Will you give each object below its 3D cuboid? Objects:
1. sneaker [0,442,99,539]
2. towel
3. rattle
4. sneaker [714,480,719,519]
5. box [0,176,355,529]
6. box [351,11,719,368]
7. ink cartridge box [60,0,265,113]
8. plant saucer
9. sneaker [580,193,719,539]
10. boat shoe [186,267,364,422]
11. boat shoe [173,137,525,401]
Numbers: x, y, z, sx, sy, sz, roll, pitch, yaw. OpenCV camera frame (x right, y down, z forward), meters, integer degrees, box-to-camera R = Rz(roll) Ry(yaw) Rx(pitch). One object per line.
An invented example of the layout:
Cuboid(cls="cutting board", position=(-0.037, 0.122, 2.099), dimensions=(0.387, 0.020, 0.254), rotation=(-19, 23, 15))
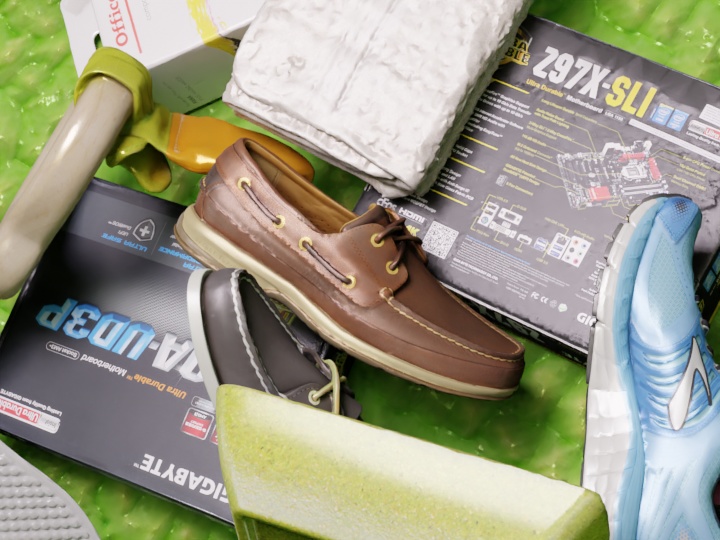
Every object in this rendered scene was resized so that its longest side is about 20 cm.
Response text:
Cuboid(cls="sneaker", position=(-0.212, 0.141, 1.081), dimensions=(0.073, 0.114, 0.201), rotation=(-37, 89, -25))
Cuboid(cls="towel", position=(0.023, -0.147, 1.048), dimensions=(0.132, 0.034, 0.200), rotation=(29, 83, 15))
Cuboid(cls="rattle", position=(-0.146, -0.013, 1.075), dimensions=(0.200, 0.143, 0.130), rotation=(-61, 28, -2))
Cuboid(cls="sneaker", position=(0.247, 0.085, 0.913), dimensions=(0.200, 0.080, 0.086), rotation=(6, 73, 23))
Cuboid(cls="box", position=(-0.106, 0.046, 1.086), dimensions=(0.200, 0.046, 0.159), rotation=(19, 78, 26))
Cuboid(cls="box", position=(0.110, -0.042, 1.030), dimensions=(0.200, 0.049, 0.160), rotation=(25, 80, 27))
Cuboid(cls="ink cartridge box", position=(-0.096, -0.169, 1.146), dimensions=(0.200, 0.067, 0.117), rotation=(-23, 66, 13))
Cuboid(cls="plant saucer", position=(0.020, 0.161, 0.912), dimensions=(0.200, 0.200, 0.048), rotation=(15, 47, 26))
Cuboid(cls="sneaker", position=(0.153, 0.061, 0.914), dimensions=(0.090, 0.078, 0.200), rotation=(3, 72, 9))
Cuboid(cls="boat shoe", position=(-0.025, 0.080, 0.977), dimensions=(0.061, 0.201, 0.072), rotation=(-16, 25, 21))
Cuboid(cls="boat shoe", position=(0.000, 0.000, 0.992), dimensions=(0.200, 0.072, 0.068), rotation=(30, 106, 11))
